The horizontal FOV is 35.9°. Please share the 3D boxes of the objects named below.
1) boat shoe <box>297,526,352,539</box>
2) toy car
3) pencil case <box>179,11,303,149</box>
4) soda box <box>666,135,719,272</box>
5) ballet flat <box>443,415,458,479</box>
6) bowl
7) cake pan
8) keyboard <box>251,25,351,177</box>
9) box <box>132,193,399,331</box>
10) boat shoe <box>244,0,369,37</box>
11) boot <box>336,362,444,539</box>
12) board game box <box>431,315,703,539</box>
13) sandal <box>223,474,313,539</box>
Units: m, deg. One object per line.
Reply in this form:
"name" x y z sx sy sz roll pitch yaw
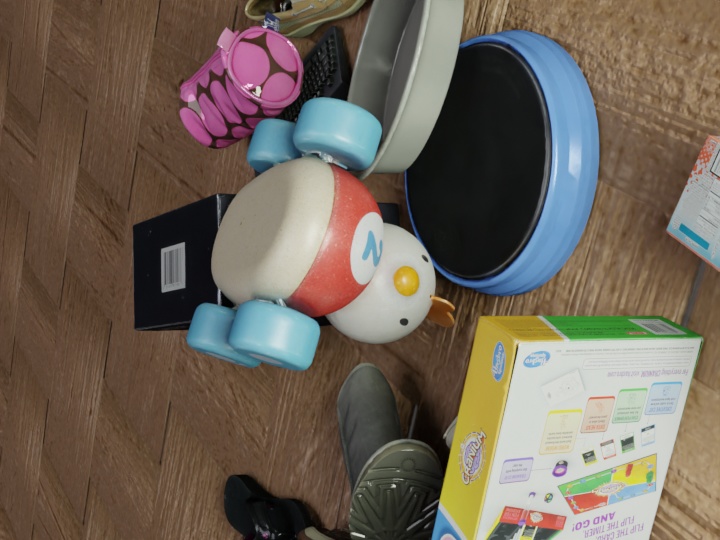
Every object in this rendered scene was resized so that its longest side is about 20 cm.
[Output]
"boat shoe" -0.009 0.264 0.986 0.202 0.074 0.075 145 114 -78
"toy car" 0.000 0.000 0.844 0.177 0.199 0.186 -6 65 63
"pencil case" -0.131 -0.189 1.150 0.200 0.093 0.092 -22 49 64
"soda box" 0.252 0.001 0.568 0.200 0.068 0.064 50 130 48
"ballet flat" 0.090 0.146 0.828 0.072 0.071 0.202 39 121 52
"bowl" 0.099 -0.082 0.847 0.200 0.039 0.203 -4 86 58
"cake pan" 0.033 -0.167 0.899 0.200 0.036 0.202 -167 90 -75
"keyboard" -0.063 -0.144 1.130 0.200 0.020 0.128 -41 55 51
"box" -0.089 -0.002 1.016 0.199 0.181 0.105 -10 80 57
"boat shoe" -0.047 -0.271 1.054 0.200 0.076 0.072 -24 69 55
"boot" 0.019 0.143 0.879 0.201 0.072 0.183 -88 8 -54
"board game box" 0.124 0.129 0.694 0.040 0.152 0.202 33 116 55
"sandal" -0.107 0.267 1.163 0.200 0.048 0.076 7 95 59
